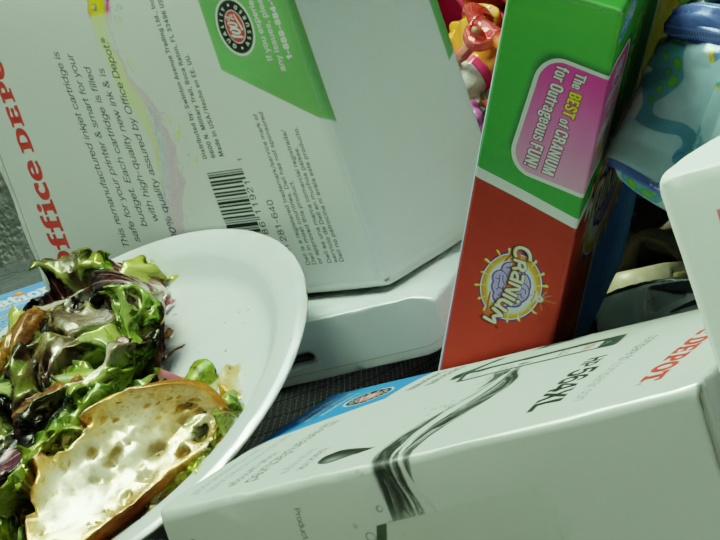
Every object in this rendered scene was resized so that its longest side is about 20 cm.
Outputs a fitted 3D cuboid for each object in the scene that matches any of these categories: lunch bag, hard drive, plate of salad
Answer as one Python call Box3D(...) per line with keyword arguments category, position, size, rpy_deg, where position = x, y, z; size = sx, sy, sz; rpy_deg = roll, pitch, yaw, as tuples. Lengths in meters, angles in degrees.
Box3D(category="lunch bag", position=(0.199, -0.027, 0.966), size=(0.200, 0.083, 0.161), rpy_deg=(24, 4, 31))
Box3D(category="hard drive", position=(0.000, 0.000, 1.130), size=(0.132, 0.026, 0.200), rpy_deg=(-13, 14, 21))
Box3D(category="plate of salad", position=(-0.110, 0.048, 1.018), size=(0.200, 0.048, 0.200), rpy_deg=(-27, 31, 17))

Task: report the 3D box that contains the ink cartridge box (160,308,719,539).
Box3D(category="ink cartridge box", position=(0.059, 0.077, 0.915), size=(0.200, 0.085, 0.146), rpy_deg=(-16, 6, 27))

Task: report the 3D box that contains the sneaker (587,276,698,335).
Box3D(category="sneaker", position=(0.141, 0.039, 1.068), size=(0.200, 0.074, 0.088), rpy_deg=(-16, 4, 23))

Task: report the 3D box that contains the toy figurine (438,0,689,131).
Box3D(category="toy figurine", position=(0.044, -0.088, 1.284), size=(0.200, 0.150, 0.184), rpy_deg=(0, 44, 52))

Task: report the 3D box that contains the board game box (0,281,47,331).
Box3D(category="board game box", position=(-0.109, 0.018, 1.247), size=(0.200, 0.019, 0.103), rpy_deg=(-19, 22, -23))

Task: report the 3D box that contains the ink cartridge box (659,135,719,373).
Box3D(category="ink cartridge box", position=(0.207, 0.008, 0.792), size=(0.200, 0.148, 0.086), rpy_deg=(-16, 5, 32))

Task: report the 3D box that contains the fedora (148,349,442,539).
Box3D(category="fedora", position=(-0.040, 0.082, 1.139), size=(0.200, 0.091, 0.177), rpy_deg=(-10, 11, 39))

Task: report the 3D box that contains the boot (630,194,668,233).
Box3D(category="boot", position=(0.145, -0.066, 1.349), size=(0.165, 0.066, 0.200), rpy_deg=(-31, -8, -30))

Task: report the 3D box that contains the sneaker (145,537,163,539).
Box3D(category="sneaker", position=(-0.122, 0.122, 1.049), size=(0.200, 0.085, 0.077), rpy_deg=(-13, 8, 35))

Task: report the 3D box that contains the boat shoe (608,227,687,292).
Box3D(category="boat shoe", position=(0.157, 0.007, 1.351), size=(0.072, 0.065, 0.200), rpy_deg=(-16, 6, 20))

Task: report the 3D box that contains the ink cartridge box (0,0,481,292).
Box3D(category="ink cartridge box", position=(-0.059, -0.068, 1.110), size=(0.200, 0.145, 0.084), rpy_deg=(-5, 19, 44))

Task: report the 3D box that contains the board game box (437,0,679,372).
Box3D(category="board game box", position=(0.079, -0.050, 1.017), size=(0.040, 0.200, 0.153), rpy_deg=(17, 37, 11))
